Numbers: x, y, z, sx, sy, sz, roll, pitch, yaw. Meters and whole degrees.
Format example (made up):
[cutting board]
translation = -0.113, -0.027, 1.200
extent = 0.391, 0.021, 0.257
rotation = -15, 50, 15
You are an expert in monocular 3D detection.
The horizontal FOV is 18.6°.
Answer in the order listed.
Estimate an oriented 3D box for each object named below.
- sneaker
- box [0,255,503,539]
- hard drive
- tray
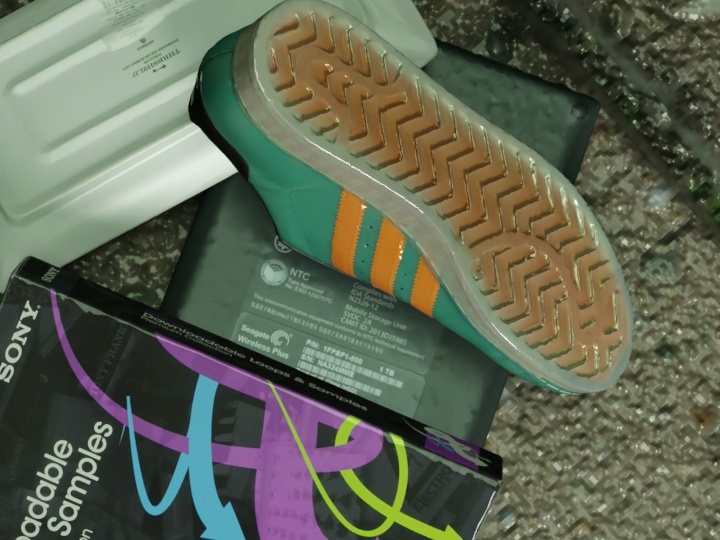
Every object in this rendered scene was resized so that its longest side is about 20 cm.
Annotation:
[sneaker]
translation = 0.019, -0.023, 0.846
extent = 0.200, 0.080, 0.071
rotation = 43, 62, -17
[box]
translation = -0.065, 0.099, 0.836
extent = 0.200, 0.036, 0.143
rotation = 23, 101, 0
[hard drive]
translation = 0.000, 0.000, 0.886
extent = 0.139, 0.033, 0.200
rotation = 20, 79, -1
[tray]
translation = -0.080, -0.083, 0.875
extent = 0.200, 0.022, 0.107
rotation = -29, 73, 0
